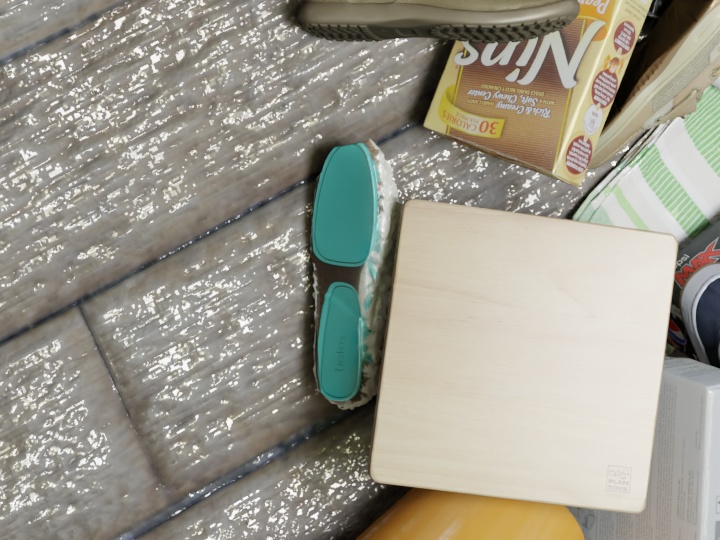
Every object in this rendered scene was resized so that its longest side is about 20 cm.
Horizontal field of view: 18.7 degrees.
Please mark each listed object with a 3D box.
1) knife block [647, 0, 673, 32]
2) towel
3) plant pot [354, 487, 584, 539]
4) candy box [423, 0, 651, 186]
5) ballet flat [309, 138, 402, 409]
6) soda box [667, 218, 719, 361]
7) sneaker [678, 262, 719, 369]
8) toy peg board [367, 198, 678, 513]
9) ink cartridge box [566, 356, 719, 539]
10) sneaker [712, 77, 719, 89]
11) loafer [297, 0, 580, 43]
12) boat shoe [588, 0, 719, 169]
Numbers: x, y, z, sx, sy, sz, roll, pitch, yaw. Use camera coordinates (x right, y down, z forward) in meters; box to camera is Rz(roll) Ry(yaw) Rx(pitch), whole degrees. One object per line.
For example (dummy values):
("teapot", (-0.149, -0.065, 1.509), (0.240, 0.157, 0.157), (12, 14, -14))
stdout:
("knife block", (0.259, -0.269, 1.661), (0.064, 0.175, 0.201), (30, 43, -28))
("towel", (0.267, -0.057, 1.722), (0.200, 0.023, 0.153), (-48, 117, -9))
("plant pot", (0.067, 0.241, 1.609), (0.200, 0.200, 0.184), (51, 63, -25))
("candy box", (0.137, -0.175, 1.580), (0.055, 0.115, 0.201), (20, 92, -61))
("ballet flat", (0.000, 0.000, 1.594), (0.071, 0.072, 0.201), (-1, 103, -25))
("soda box", (0.317, -0.014, 1.703), (0.200, 0.071, 0.064), (-38, 125, -13))
("sneaker", (0.311, 0.090, 1.634), (0.070, 0.108, 0.200), (-38, 127, -7))
("toy peg board", (0.112, 0.062, 1.586), (0.199, 0.098, 0.201), (7, 88, -4))
("ink cartridge box", (0.213, 0.140, 1.641), (0.047, 0.200, 0.161), (-6, 104, -28))
("sneaker", (0.357, -0.176, 1.693), (0.199, 0.085, 0.073), (-7, 93, -30))
("loafer", (0.054, -0.197, 1.529), (0.199, 0.076, 0.068), (1, 87, 5))
("boat shoe", (0.224, -0.137, 1.610), (0.065, 0.072, 0.200), (26, 128, -22))
